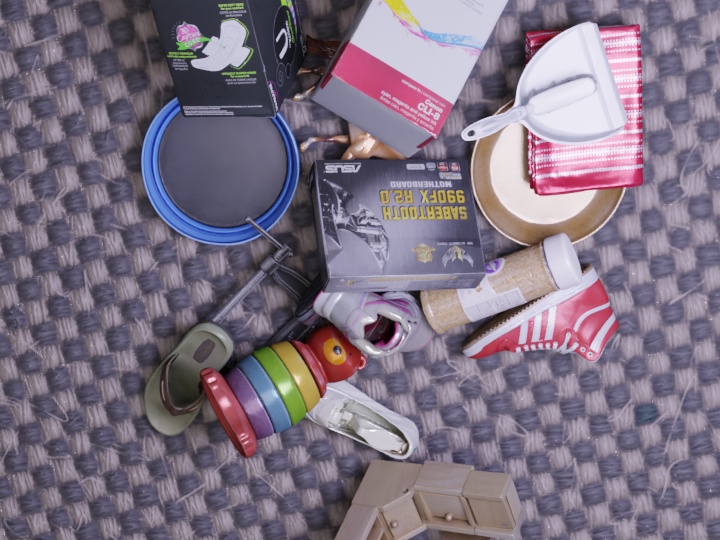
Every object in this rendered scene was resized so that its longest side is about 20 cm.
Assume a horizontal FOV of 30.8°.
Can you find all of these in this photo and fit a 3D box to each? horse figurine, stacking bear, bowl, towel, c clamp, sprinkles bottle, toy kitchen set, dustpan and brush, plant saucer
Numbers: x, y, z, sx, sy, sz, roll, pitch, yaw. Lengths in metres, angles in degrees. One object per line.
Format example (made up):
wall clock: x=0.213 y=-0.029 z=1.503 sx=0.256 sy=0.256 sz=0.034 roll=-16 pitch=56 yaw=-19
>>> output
horse figurine: x=-0.017 y=-0.198 z=1.619 sx=0.131 sy=0.050 sz=0.202 roll=-11 pitch=101 yaw=0
stacking bear: x=-0.089 y=0.136 z=1.648 sx=0.199 sy=0.114 sz=0.122 roll=-29 pitch=82 yaw=-13
bowl: x=-0.175 y=-0.134 z=1.643 sx=0.198 sy=0.039 sz=0.203 roll=0 pitch=104 yaw=1
towel: x=0.275 y=-0.195 z=1.597 sx=0.143 sy=0.023 sz=0.202 roll=-4 pitch=103 yaw=0
c clamp: x=-0.141 y=0.047 z=1.681 sx=0.170 sy=0.027 sz=0.200 roll=34 pitch=103 yaw=-26
sprinkles bottle: x=0.176 y=0.018 z=1.642 sx=0.198 sy=0.068 sz=0.069 roll=-21 pitch=103 yaw=18
toy kitchen set: x=0.095 y=0.367 z=1.666 sx=0.198 sy=0.181 sz=0.164 roll=1 pitch=131 yaw=30
dustpan and brush: x=0.212 y=-0.198 z=1.554 sx=0.198 sy=0.057 sz=0.141 roll=-20 pitch=102 yaw=4
plant saucer: x=0.236 y=-0.129 z=1.642 sx=0.198 sy=0.035 sz=0.202 roll=0 pitch=104 yaw=0

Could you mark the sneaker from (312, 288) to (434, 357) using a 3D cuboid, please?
sneaker: x=0.030 y=0.073 z=1.628 sx=0.199 sy=0.088 sz=0.082 roll=18 pitch=114 yaw=-47

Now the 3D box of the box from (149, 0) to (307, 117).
box: x=-0.152 y=-0.299 z=1.501 sx=0.123 sy=0.149 sz=0.201 roll=2 pitch=131 yaw=16

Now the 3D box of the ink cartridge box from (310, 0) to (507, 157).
ink cartridge box: x=0.058 y=-0.263 z=1.526 sx=0.144 sy=0.145 sz=0.201 roll=29 pitch=81 yaw=-7

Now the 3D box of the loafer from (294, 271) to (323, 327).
loafer: x=0.000 y=0.000 z=1.653 sx=0.063 sy=0.072 sz=0.200 roll=40 pitch=90 yaw=-22

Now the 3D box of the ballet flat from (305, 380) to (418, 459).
ballet flat: x=-0.012 y=0.191 z=1.706 sx=0.199 sy=0.069 sz=0.070 roll=26 pitch=103 yaw=-5

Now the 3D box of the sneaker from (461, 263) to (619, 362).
sneaker: x=0.237 y=0.088 z=1.676 sx=0.199 sy=0.071 sz=0.113 roll=-31 pitch=98 yaw=5

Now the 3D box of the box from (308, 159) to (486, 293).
box: x=0.043 y=-0.056 z=1.588 sx=0.198 sy=0.048 sz=0.160 roll=-1 pitch=65 yaw=-14

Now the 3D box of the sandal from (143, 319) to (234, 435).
sandal: x=-0.229 y=0.144 z=1.679 sx=0.079 sy=0.058 sz=0.202 roll=27 pitch=127 yaw=-7
